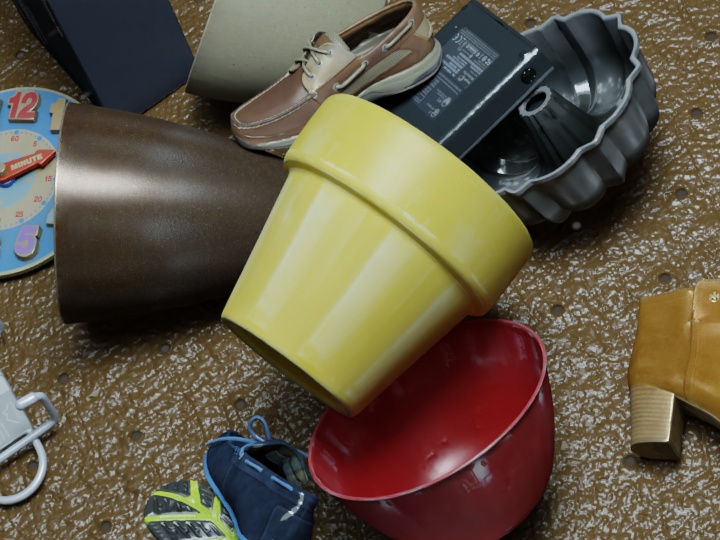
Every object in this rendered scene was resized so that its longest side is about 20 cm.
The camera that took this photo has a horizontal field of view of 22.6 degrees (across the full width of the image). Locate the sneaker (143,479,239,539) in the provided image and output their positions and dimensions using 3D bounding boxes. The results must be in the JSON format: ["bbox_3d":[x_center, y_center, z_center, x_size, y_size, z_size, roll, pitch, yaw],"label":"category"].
[{"bbox_3d":[-0.091,0.246,1.386,0.075,0.077,0.200,-30,54,-18],"label":"sneaker"}]

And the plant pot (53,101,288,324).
[{"bbox_3d":[-0.151,-0.047,1.533,0.198,0.187,0.188,1,59,-3],"label":"plant pot"}]

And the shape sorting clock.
[{"bbox_3d":[-0.327,-0.084,1.665,0.198,0.039,0.201,-6,58,10],"label":"shape sorting clock"}]

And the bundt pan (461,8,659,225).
[{"bbox_3d":[0.166,-0.119,1.512,0.201,0.076,0.203,-29,37,25],"label":"bundt pan"}]

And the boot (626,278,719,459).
[{"bbox_3d":[0.305,0.076,1.393,0.200,0.071,0.145,2,63,21],"label":"boot"}]

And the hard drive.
[{"bbox_3d":[0.058,-0.135,1.549,0.200,0.033,0.140,-44,34,3],"label":"hard drive"}]

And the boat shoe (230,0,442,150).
[{"bbox_3d":[-0.026,-0.170,1.527,0.199,0.072,0.076,-30,39,-16],"label":"boat shoe"}]

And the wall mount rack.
[{"bbox_3d":[-0.358,0.122,1.527,0.173,0.075,0.200,-34,57,-8],"label":"wall mount rack"}]

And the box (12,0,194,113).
[{"bbox_3d":[-0.259,-0.265,1.662,0.104,0.200,0.182,-35,58,-9],"label":"box"}]

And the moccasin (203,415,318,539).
[{"bbox_3d":[-0.065,0.165,1.390,0.068,0.080,0.200,-57,26,5],"label":"moccasin"}]

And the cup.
[{"bbox_3d":[-0.058,-0.231,1.616,0.142,0.200,0.201,19,63,-7],"label":"cup"}]

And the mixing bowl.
[{"bbox_3d":[0.071,0.141,1.371,0.199,0.109,0.201,-24,27,13],"label":"mixing bowl"}]

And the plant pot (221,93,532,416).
[{"bbox_3d":[0.000,0.000,1.376,0.200,0.201,0.189,31,79,28],"label":"plant pot"}]
